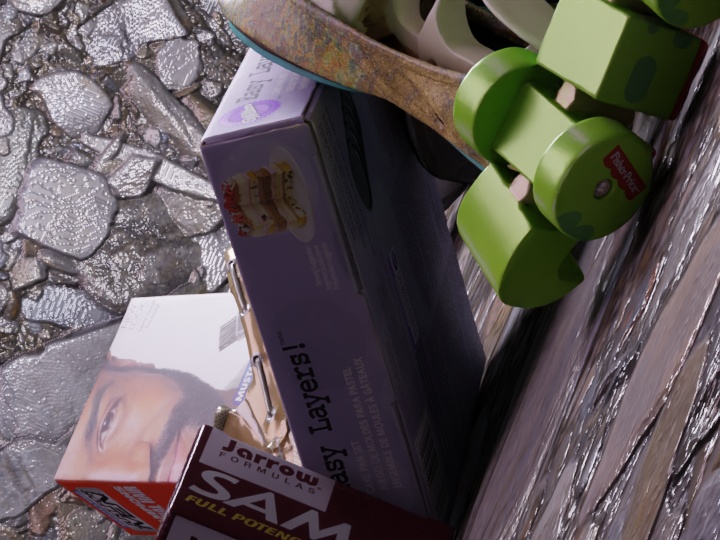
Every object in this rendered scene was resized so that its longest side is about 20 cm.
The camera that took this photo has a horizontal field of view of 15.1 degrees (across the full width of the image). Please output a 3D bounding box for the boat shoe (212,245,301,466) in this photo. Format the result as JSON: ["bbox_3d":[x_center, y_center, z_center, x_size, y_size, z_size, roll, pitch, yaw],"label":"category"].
[{"bbox_3d":[-0.028,0.069,1.209,0.072,0.076,0.201,59,-159,-53],"label":"boat shoe"}]

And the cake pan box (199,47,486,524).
[{"bbox_3d":[0.000,0.000,1.112,0.184,0.052,0.201,-70,-35,-63],"label":"cake pan box"}]

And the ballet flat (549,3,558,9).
[{"bbox_3d":[0.104,-0.152,1.081,0.064,0.075,0.200,-51,14,34],"label":"ballet flat"}]

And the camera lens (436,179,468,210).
[{"bbox_3d":[0.018,-0.122,1.814,0.200,0.159,0.161,116,176,-64],"label":"camera lens"}]

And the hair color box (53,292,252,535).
[{"bbox_3d":[-0.050,0.070,1.332,0.199,0.064,0.111,-5,55,46],"label":"hair color box"}]

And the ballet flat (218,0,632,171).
[{"bbox_3d":[0.025,-0.089,1.002,0.070,0.200,0.071,-27,-47,-33],"label":"ballet flat"}]

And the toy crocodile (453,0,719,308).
[{"bbox_3d":[0.087,-0.076,0.884,0.068,0.062,0.201,44,116,45],"label":"toy crocodile"}]

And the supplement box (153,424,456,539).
[{"bbox_3d":[-0.049,0.168,1.071,0.061,0.108,0.201,-71,3,-57],"label":"supplement box"}]

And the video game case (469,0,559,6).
[{"bbox_3d":[0.115,-0.190,0.992,0.143,0.019,0.201,5,71,57],"label":"video game case"}]

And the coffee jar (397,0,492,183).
[{"bbox_3d":[0.048,-0.144,1.158,0.104,0.085,0.201,72,-171,-57],"label":"coffee jar"}]
